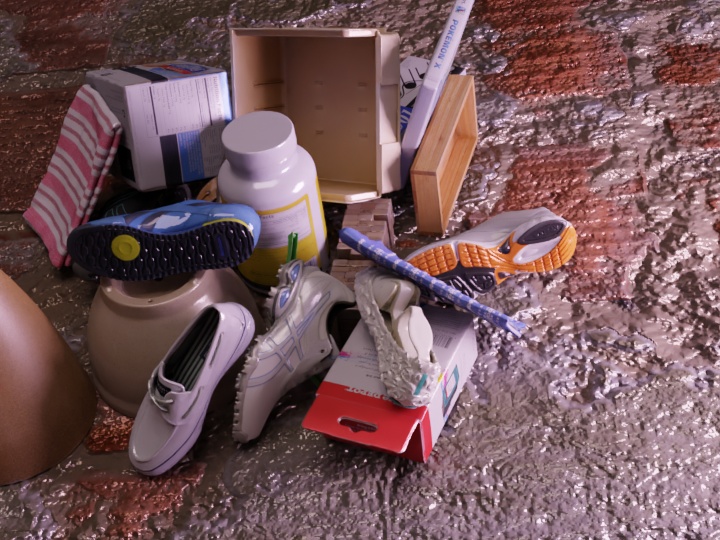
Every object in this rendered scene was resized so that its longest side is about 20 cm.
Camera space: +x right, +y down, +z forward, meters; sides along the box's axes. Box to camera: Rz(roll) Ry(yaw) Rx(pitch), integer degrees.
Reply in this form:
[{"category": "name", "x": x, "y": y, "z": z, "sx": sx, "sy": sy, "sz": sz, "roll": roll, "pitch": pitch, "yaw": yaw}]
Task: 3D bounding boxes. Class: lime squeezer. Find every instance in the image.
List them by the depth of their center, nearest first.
[{"category": "lime squeezer", "x": -0.066, "y": 0.063, "z": 1.403, "sx": 0.071, "sy": 0.038, "sz": 0.200, "roll": -27, "pitch": 67, "yaw": 28}]

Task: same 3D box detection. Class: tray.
[{"category": "tray", "x": 0.104, "y": -0.144, "z": 1.574, "sx": 0.037, "sy": 0.099, "sz": 0.200, "roll": 5, "pitch": 43, "yaw": 16}]

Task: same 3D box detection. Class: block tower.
[{"category": "block tower", "x": 0.000, "y": 0.000, "z": 1.466, "sx": 0.058, "sy": 0.054, "sz": 0.200, "roll": 1, "pitch": 43, "yaw": 13}]

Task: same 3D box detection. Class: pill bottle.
[{"category": "pill bottle", "x": -0.101, "y": -0.077, "z": 1.461, "sx": 0.112, "sy": 0.200, "sz": 0.112, "roll": -5, "pitch": 41, "yaw": 4}]

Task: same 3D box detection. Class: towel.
[{"category": "towel", "x": 0.078, "y": 0.011, "z": 1.343, "sx": 0.200, "sy": 0.145, "sz": 0.024, "roll": 28, "pitch": 90, "yaw": 16}, {"category": "towel", "x": -0.354, "y": -0.118, "z": 1.575, "sx": 0.030, "sy": 0.200, "sz": 0.146, "roll": 14, "pitch": 18, "yaw": -35}]

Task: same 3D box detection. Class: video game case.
[{"category": "video game case", "x": 0.089, "y": -0.223, "z": 1.548, "sx": 0.022, "sy": 0.200, "sz": 0.182, "roll": 20, "pitch": 58, "yaw": 2}]

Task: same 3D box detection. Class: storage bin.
[{"category": "storage bin", "x": -0.052, "y": -0.191, "z": 1.542, "sx": 0.198, "sy": 0.200, "sz": 0.094, "roll": 9, "pitch": 15, "yaw": 39}]

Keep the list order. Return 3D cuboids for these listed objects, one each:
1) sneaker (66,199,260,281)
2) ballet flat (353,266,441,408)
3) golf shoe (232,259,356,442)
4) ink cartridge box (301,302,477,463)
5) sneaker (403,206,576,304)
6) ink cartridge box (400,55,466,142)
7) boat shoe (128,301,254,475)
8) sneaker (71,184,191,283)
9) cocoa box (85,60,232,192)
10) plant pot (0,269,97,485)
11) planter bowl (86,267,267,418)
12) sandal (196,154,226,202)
[{"category": "sneaker", "x": -0.204, "y": -0.037, "z": 1.342, "sx": 0.200, "sy": 0.066, "sz": 0.078, "roll": -5, "pitch": 28, "yaw": 1}, {"category": "ballet flat", "x": 0.044, "y": 0.051, "z": 1.285, "sx": 0.072, "sy": 0.072, "sz": 0.200, "roll": -13, "pitch": 43, "yaw": -4}, {"category": "golf shoe", "x": -0.069, "y": 0.092, "z": 1.327, "sx": 0.097, "sy": 0.078, "sz": 0.200, "roll": 21, "pitch": 81, "yaw": 3}, {"category": "ink cartridge box", "x": 0.032, "y": 0.121, "z": 1.312, "sx": 0.116, "sy": 0.067, "sz": 0.200, "roll": 12, "pitch": 45, "yaw": 22}, {"category": "sneaker", "x": 0.142, "y": -0.022, "z": 1.464, "sx": 0.200, "sy": 0.076, "sz": 0.092, "roll": -13, "pitch": 22, "yaw": -2}, {"category": "ink cartridge box", "x": 0.052, "y": -0.210, "z": 1.700, "sx": 0.094, "sy": 0.044, "sz": 0.200, "roll": 19, "pitch": 49, "yaw": 31}, {"category": "boat shoe", "x": -0.185, "y": 0.114, "z": 1.286, "sx": 0.074, "sy": 0.067, "sz": 0.200, "roll": 31, "pitch": 93, "yaw": 28}, {"category": "sneaker", "x": -0.292, "y": -0.048, "z": 1.574, "sx": 0.079, "sy": 0.075, "sz": 0.200, "roll": 7, "pitch": 34, "yaw": 32}, {"category": "cocoa box", "x": -0.249, "y": -0.186, "z": 1.604, "sx": 0.131, "sy": 0.134, "sz": 0.200, "roll": -13, "pitch": 17, "yaw": -22}, {"category": "plant pot", "x": -0.390, "y": 0.088, "z": 1.331, "sx": 0.186, "sy": 0.200, "sz": 0.186, "roll": -5, "pitch": 40, "yaw": 4}, {"category": "planter bowl", "x": -0.210, "y": 0.045, "z": 1.394, "sx": 0.200, "sy": 0.135, "sz": 0.200, "roll": -6, "pitch": 41, "yaw": 5}, {"category": "sandal", "x": -0.167, "y": -0.086, "z": 1.522, "sx": 0.055, "sy": 0.082, "sz": 0.200, "roll": 9, "pitch": 88, "yaw": 20}]
